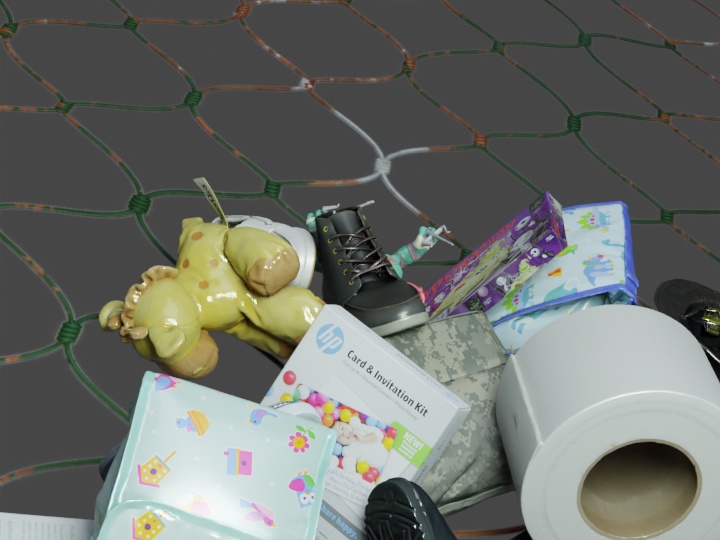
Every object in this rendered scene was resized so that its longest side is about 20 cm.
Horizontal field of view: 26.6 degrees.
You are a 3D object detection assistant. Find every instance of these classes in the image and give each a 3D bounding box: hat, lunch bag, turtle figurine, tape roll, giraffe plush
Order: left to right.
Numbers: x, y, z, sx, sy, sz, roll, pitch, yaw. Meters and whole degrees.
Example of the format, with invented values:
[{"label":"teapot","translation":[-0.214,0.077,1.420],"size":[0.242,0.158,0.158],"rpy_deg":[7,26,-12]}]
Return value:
[{"label":"giraffe plush","translation":[-0.154,0.037,1.473],"size":[0.162,0.173,0.200],"rpy_deg":[-43,97,-27]},{"label":"lunch bag","translation":[-0.122,0.201,1.175],"size":[0.170,0.122,0.200],"rpy_deg":[20,57,-10]},{"label":"turtle figurine","translation":[-0.003,-0.016,1.601],"size":[0.149,0.101,0.200],"rpy_deg":[15,-5,-34]},{"label":"lunch bag","translation":[0.064,0.152,1.433],"size":[0.200,0.139,0.168],"rpy_deg":[-12,60,-37]},{"label":"lunch bag","translation":[0.205,0.025,1.606],"size":[0.127,0.200,0.170],"rpy_deg":[43,29,-22]},{"label":"tape roll","translation":[0.227,0.150,1.327],"size":[0.202,0.203,0.139],"rpy_deg":[12,29,-13]},{"label":"hat","translation":[0.403,0.095,1.727],"size":[0.200,0.081,0.201],"rpy_deg":[21,25,-10]}]

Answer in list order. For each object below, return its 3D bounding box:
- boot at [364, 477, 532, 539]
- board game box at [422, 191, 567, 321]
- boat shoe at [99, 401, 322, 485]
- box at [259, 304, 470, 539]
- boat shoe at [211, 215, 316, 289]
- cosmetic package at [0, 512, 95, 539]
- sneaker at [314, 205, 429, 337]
[{"label":"boot","translation":[0.099,0.252,1.313],"size":[0.168,0.076,0.201],"rpy_deg":[-19,94,-41]},{"label":"board game box","translation":[0.125,0.007,1.554],"size":[0.032,0.200,0.120],"rpy_deg":[47,17,-9]},{"label":"boat shoe","translation":[-0.136,0.153,1.323],"size":[0.200,0.071,0.091],"rpy_deg":[-30,48,-2]},{"label":"box","translation":[-0.021,0.156,1.339],"size":[0.156,0.200,0.041],"rpy_deg":[37,9,20]},{"label":"boat shoe","translation":[-0.107,-0.019,1.575],"size":[0.069,0.071,0.200],"rpy_deg":[13,3,-26]},{"label":"cosmetic package","translation":[-0.211,0.258,1.216],"size":[0.199,0.074,0.102],"rpy_deg":[10,38,-18]},{"label":"sneaker","translation":[0.000,0.000,1.451],"size":[0.075,0.107,0.200],"rpy_deg":[-15,13,-19]}]
